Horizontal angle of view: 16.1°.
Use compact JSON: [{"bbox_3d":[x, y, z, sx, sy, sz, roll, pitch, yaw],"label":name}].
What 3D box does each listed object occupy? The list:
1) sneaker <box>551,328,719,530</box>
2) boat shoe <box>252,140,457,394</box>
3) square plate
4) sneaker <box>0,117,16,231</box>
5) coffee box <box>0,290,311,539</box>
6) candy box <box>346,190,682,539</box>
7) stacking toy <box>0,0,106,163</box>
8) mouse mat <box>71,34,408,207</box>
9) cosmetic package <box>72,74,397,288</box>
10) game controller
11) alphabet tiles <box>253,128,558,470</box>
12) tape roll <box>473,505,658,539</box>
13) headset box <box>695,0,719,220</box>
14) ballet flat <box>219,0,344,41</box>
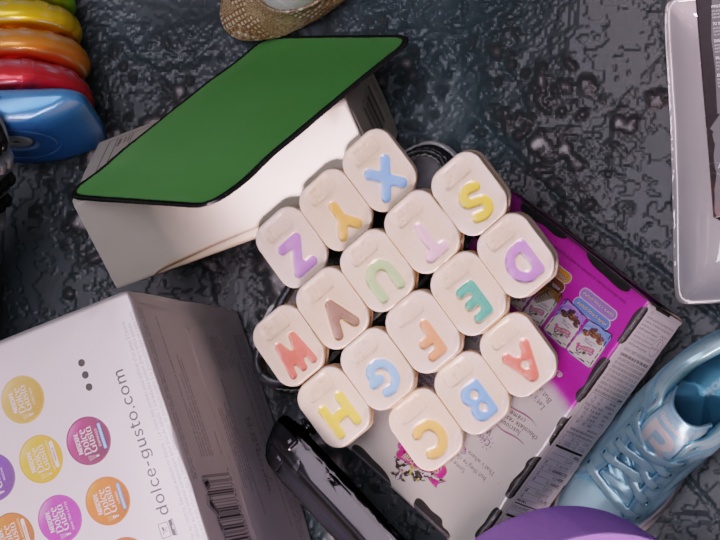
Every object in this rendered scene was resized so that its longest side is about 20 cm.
[{"bbox_3d":[0.190,0.102,1.619,0.074,0.082,0.200,43,99,15],"label":"sneaker"},{"bbox_3d":[0.000,0.000,1.691,0.075,0.060,0.201,33,96,15],"label":"boat shoe"},{"bbox_3d":[0.297,-0.081,1.627,0.198,0.028,0.200,-3,85,16],"label":"square plate"},{"bbox_3d":[-0.284,-0.017,1.696,0.081,0.075,0.201,19,110,11],"label":"sneaker"},{"bbox_3d":[-0.170,0.144,1.660,0.197,0.200,0.201,-21,81,15],"label":"coffee box"},{"bbox_3d":[0.094,0.070,1.642,0.136,0.061,0.200,40,98,33],"label":"candy box"},{"bbox_3d":[-0.236,-0.183,1.759,0.115,0.110,0.202,-2,75,5],"label":"stacking toy"},{"bbox_3d":[-0.078,-0.099,1.646,0.160,0.200,0.008,5,130,50],"label":"mouse mat"},{"bbox_3d":[-0.081,-0.070,1.689,0.199,0.104,0.073,-20,113,16],"label":"cosmetic package"},{"bbox_3d":[0.013,0.175,1.655,0.042,0.104,0.200,-43,76,1],"label":"game controller"},{"bbox_3d":[0.026,0.019,1.610,0.200,0.015,0.196,-40,80,20],"label":"alphabet tiles"},{"bbox_3d":[0.131,0.251,1.580,0.199,0.066,0.202,-4,103,-19],"label":"tape roll"},{"bbox_3d":[0.288,-0.136,1.579,0.148,0.077,0.202,-5,87,16],"label":"headset box"},{"bbox_3d":[-0.016,-0.218,1.707,0.199,0.065,0.071,-29,79,13],"label":"ballet flat"}]
